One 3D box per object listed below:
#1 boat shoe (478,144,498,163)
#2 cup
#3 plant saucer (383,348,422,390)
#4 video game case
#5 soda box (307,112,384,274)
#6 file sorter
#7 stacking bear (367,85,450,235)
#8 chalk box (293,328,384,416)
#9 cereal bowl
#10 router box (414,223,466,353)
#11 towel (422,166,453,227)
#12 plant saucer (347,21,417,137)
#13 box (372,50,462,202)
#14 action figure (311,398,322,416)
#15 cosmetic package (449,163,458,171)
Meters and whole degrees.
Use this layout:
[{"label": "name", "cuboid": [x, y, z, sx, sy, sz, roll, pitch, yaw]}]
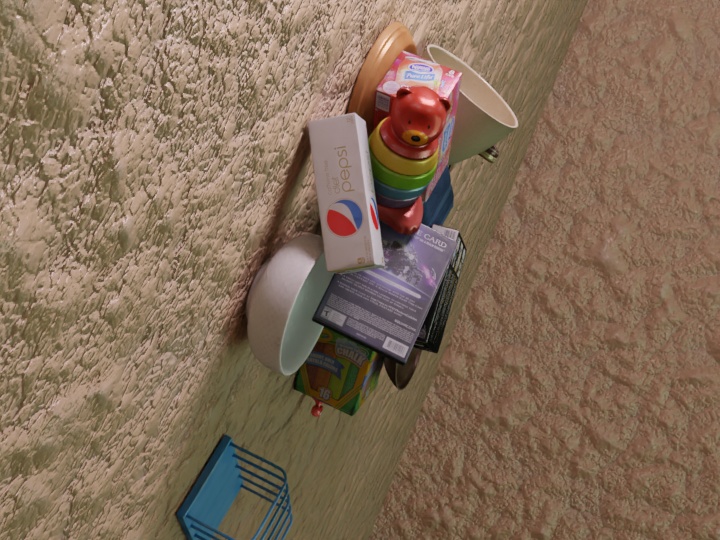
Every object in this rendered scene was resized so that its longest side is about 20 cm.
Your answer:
[{"label": "boat shoe", "cuboid": [0.199, -0.280, 1.766, 0.072, 0.201, 0.072, -43, 144, 20]}, {"label": "cup", "cuboid": [0.143, -0.259, 1.654, 0.143, 0.200, 0.200, -47, 175, 23]}, {"label": "plant saucer", "cuboid": [0.082, 0.114, 1.765, 0.200, 0.036, 0.202, 15, 90, -74]}, {"label": "video game case", "cuboid": [0.037, 0.014, 1.383, 0.201, 0.142, 0.019, -64, -179, -22]}, {"label": "soda box", "cuboid": [-0.018, -0.099, 1.291, 0.064, 0.068, 0.201, 8, 74, -76]}, {"label": "file sorter", "cuboid": [-0.184, 0.374, 1.517, 0.139, 0.122, 0.200, -60, 165, -29]}, {"label": "stacking bear", "cuboid": [0.059, -0.164, 1.341, 0.200, 0.121, 0.114, 114, -6, -49]}, {"label": "chalk box", "cuboid": [-0.021, 0.129, 1.744, 0.124, 0.124, 0.201, -43, 152, -60]}, {"label": "cereal bowl", "cuboid": [-0.100, 0.039, 1.354, 0.200, 0.083, 0.201, 22, 90, -78]}, {"label": "router box", "cuboid": [0.130, 0.036, 1.704, 0.149, 0.051, 0.201, 46, 60, -73]}, {"label": "towel", "cuboid": [0.111, -0.117, 1.652, 0.112, 0.048, 0.200, -61, 164, -12]}, {"label": "plant saucer", "cuboid": [0.037, -0.271, 1.481, 0.201, 0.037, 0.200, -59, 165, -27]}, {"label": "box", "cuboid": [0.080, -0.210, 1.455, 0.096, 0.099, 0.200, -58, 164, -31]}, {"label": "action figure", "cuboid": [-0.045, 0.196, 1.889, 0.200, 0.065, 0.052, -59, 144, -32]}, {"label": "cosmetic package", "cuboid": [0.179, -0.277, 1.919, 0.200, 0.087, 0.104, -49, 157, -53]}]
